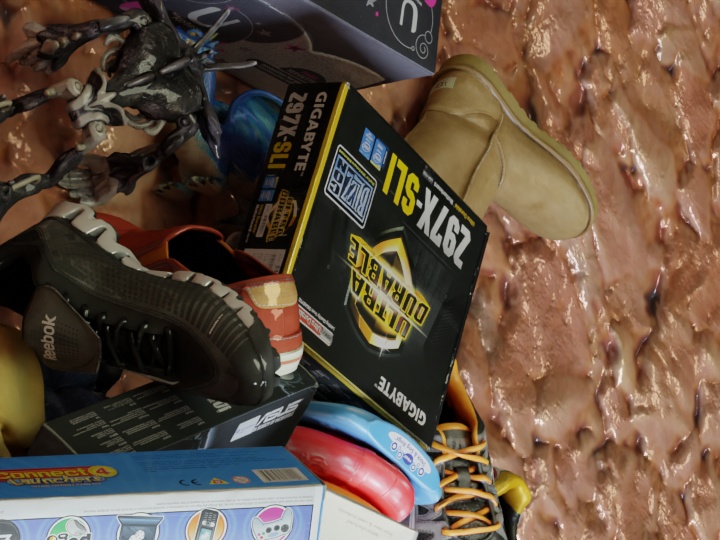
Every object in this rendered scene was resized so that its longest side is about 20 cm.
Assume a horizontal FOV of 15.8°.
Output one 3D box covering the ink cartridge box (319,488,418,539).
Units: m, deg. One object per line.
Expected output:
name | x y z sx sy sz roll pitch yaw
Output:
ink cartridge box | -0.051 0.225 1.472 0.068 0.115 0.201 27 79 -16

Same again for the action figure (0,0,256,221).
action figure | -0.160 -0.094 1.502 0.200 0.102 0.119 -28 100 -36

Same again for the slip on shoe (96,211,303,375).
slip on shoe | -0.101 0.000 1.476 0.074 0.200 0.061 -8 113 -38

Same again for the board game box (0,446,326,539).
board game box | -0.128 0.193 1.312 0.199 0.056 0.197 0 108 -26

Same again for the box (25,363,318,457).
box | -0.125 0.130 1.435 0.044 0.161 0.200 41 31 20

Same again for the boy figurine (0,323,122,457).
boy figurine | -0.209 0.070 1.411 0.200 0.064 0.125 4 65 -50

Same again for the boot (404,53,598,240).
boot | 0.074 -0.032 1.814 0.175 0.066 0.200 46 45 -17

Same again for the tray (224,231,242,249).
tray | -0.040 0.023 1.651 0.200 0.022 0.108 2 113 -52

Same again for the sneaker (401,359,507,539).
sneaker | 0.054 0.137 1.666 0.078 0.077 0.200 -4 53 -26

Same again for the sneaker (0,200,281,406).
sneaker | -0.131 0.029 1.382 0.090 0.200 0.067 -25 131 -38

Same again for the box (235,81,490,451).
box | 0.000 0.000 1.599 0.200 0.049 0.160 43 55 -49

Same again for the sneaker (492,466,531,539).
sneaker | 0.069 0.220 1.711 0.078 0.082 0.201 28 59 -46

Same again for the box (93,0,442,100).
box | -0.058 -0.195 1.635 0.200 0.132 0.115 27 62 -45

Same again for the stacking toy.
stacking toy | -0.042 0.183 1.582 0.116 0.109 0.201 45 59 -40

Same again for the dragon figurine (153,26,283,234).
dragon figurine | -0.071 -0.078 1.634 0.200 0.059 0.100 30 64 -36
